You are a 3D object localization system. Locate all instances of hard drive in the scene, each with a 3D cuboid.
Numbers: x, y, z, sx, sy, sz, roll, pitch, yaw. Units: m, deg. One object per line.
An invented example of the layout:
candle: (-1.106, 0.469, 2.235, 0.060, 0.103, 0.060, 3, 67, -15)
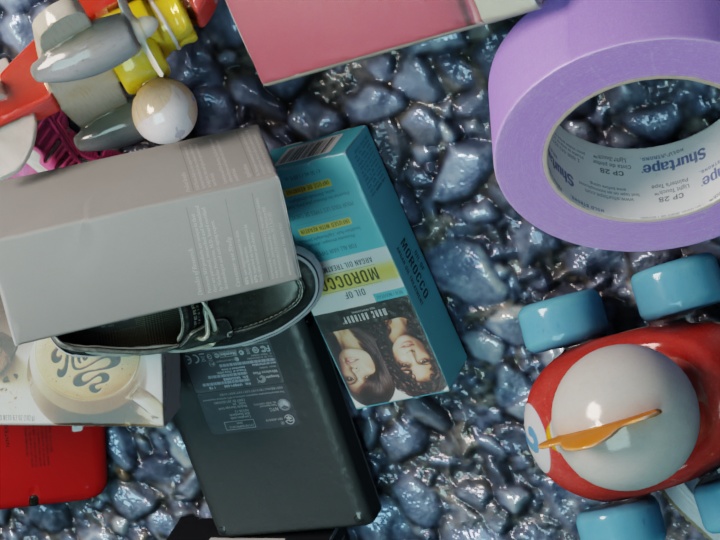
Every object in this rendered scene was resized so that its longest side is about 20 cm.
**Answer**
hard drive: (-0.077, 0.113, 1.544, 0.139, 0.033, 0.200, -8, 113, 24)

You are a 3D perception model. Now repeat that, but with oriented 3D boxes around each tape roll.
tape roll: (0.182, -0.098, 1.255, 0.200, 0.066, 0.200, -1, 142, -1)

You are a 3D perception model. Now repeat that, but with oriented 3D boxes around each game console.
game console: (-0.300, 0.084, 1.625, 0.172, 0.119, 0.200, -6, 122, -12)

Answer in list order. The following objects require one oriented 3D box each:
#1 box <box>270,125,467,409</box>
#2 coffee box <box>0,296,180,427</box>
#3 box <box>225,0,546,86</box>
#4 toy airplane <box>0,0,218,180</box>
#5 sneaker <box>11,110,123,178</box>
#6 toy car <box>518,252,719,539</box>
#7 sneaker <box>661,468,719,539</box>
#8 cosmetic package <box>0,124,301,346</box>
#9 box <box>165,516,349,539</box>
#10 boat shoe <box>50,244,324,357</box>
box: (0.000, 0.000, 1.442, 0.082, 0.049, 0.200, -13, 113, 27)
coffee box: (-0.238, 0.054, 1.480, 0.200, 0.080, 0.113, 1, 98, 4)
box: (0.022, -0.210, 1.262, 0.200, 0.128, 0.109, -13, 113, 26)
toy airplane: (-0.176, -0.130, 1.340, 0.141, 0.200, 0.199, 42, 126, 8)
sneaker: (-0.242, -0.072, 1.472, 0.200, 0.081, 0.088, 39, 123, -4)
toy car: (0.166, 0.098, 1.312, 0.177, 0.200, 0.185, -18, 84, 29)
sneaker: (0.314, 0.173, 1.414, 0.200, 0.070, 0.109, 40, 127, -2)
cosmetic package: (-0.149, -0.026, 1.342, 0.200, 0.107, 0.090, -15, 117, -3)
box: (-0.076, 0.310, 1.620, 0.148, 0.107, 0.200, -2, 117, 22)
boat shoe: (-0.122, 0.031, 1.394, 0.200, 0.071, 0.072, -15, 98, -1)
